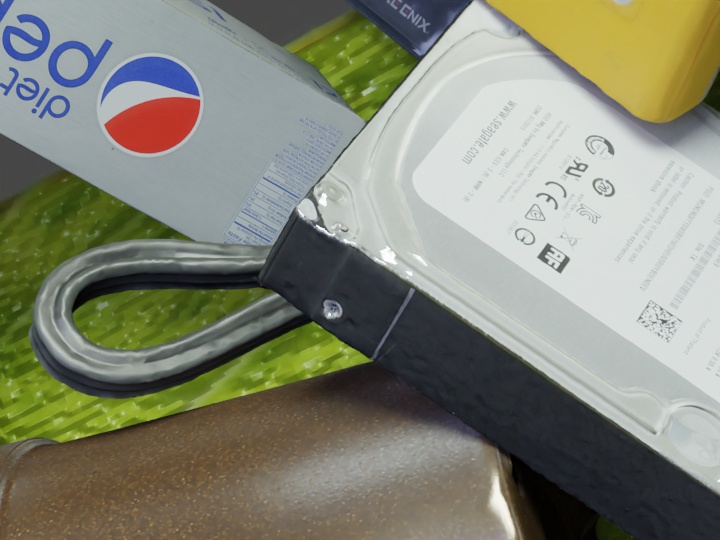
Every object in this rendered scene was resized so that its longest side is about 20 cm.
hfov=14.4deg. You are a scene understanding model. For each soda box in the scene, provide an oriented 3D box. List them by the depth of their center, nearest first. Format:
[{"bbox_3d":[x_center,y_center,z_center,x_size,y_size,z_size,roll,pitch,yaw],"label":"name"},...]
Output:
[{"bbox_3d":[-0.101,-0.077,0.888,0.063,0.200,0.068,-57,24,9],"label":"soda box"}]

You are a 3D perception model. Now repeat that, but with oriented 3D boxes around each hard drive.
[{"bbox_3d":[0.088,0.011,0.800,0.200,0.140,0.038,35,134,4],"label":"hard drive"}]

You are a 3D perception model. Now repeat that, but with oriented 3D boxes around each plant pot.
[{"bbox_3d":[-0.024,0.119,0.840,0.198,0.200,0.200,-20,78,13],"label":"plant pot"}]

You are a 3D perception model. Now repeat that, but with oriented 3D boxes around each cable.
[{"bbox_3d":[0.000,0.000,0.863,0.200,0.050,0.097,-31,79,-17],"label":"cable"}]

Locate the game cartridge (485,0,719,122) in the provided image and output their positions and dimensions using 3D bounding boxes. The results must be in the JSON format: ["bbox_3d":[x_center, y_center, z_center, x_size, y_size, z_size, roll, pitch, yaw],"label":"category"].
[{"bbox_3d":[0.058,-0.168,0.782,0.176,0.032,0.200,40,132,22],"label":"game cartridge"}]

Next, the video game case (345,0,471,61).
[{"bbox_3d":[0.035,-0.185,0.931,0.143,0.019,0.200,41,102,21],"label":"video game case"}]
